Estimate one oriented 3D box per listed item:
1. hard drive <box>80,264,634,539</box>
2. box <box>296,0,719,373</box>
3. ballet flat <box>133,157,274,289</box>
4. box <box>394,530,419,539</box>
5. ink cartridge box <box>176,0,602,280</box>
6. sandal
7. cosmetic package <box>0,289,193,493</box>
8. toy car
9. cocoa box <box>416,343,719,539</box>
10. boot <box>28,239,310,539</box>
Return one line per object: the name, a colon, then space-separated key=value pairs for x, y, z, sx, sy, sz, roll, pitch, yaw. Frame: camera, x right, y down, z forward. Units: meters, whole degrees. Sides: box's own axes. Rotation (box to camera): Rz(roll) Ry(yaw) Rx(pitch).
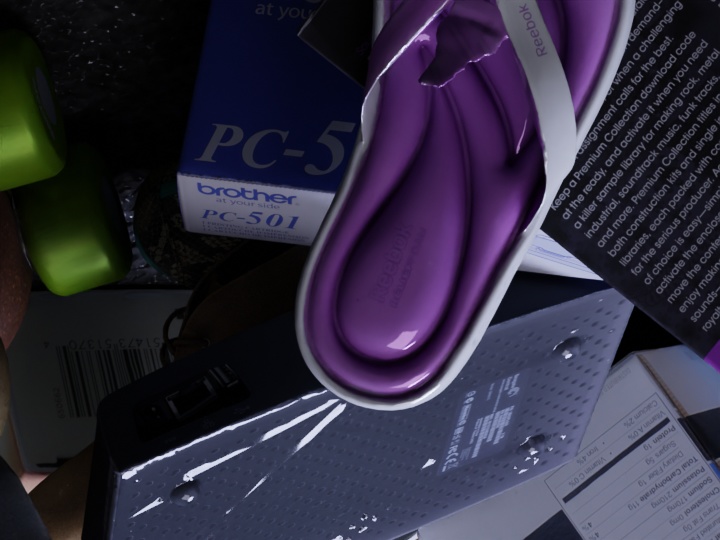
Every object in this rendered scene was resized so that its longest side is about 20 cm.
hard drive: x=-0.005 y=0.056 z=0.999 sx=0.200 sy=0.042 sz=0.135 roll=-20 pitch=150 yaw=-21
box: x=0.101 y=-0.070 z=0.905 sx=0.143 sy=0.200 sz=0.036 roll=-51 pitch=180 yaw=9
ballet flat: x=0.000 y=0.000 z=1.123 sx=0.075 sy=0.068 sz=0.200 roll=-21 pitch=148 yaw=35
box: x=0.000 y=0.118 z=1.257 sx=0.200 sy=0.049 sz=0.160 roll=-23 pitch=159 yaw=-44
ink cartridge box: x=0.044 y=-0.051 z=0.972 sx=0.200 sy=0.094 sz=0.044 roll=6 pitch=152 yaw=4
sandal: x=0.034 y=-0.051 z=0.873 sx=0.082 sy=0.203 sz=0.050 roll=15 pitch=-172 yaw=5
cosmetic package: x=-0.127 y=0.097 z=1.216 sx=0.103 sy=0.087 sz=0.200 roll=-2 pitch=148 yaw=-22
toy car: x=-0.164 y=0.042 z=0.997 sx=0.164 sy=0.200 sz=0.158 roll=-17 pitch=150 yaw=5
cocoa box: x=0.146 y=0.118 z=1.239 sx=0.133 sy=0.131 sz=0.200 roll=-41 pitch=164 yaw=22
boot: x=-0.057 y=0.039 z=1.067 sx=0.200 sy=0.074 sz=0.075 roll=-35 pitch=121 yaw=6
